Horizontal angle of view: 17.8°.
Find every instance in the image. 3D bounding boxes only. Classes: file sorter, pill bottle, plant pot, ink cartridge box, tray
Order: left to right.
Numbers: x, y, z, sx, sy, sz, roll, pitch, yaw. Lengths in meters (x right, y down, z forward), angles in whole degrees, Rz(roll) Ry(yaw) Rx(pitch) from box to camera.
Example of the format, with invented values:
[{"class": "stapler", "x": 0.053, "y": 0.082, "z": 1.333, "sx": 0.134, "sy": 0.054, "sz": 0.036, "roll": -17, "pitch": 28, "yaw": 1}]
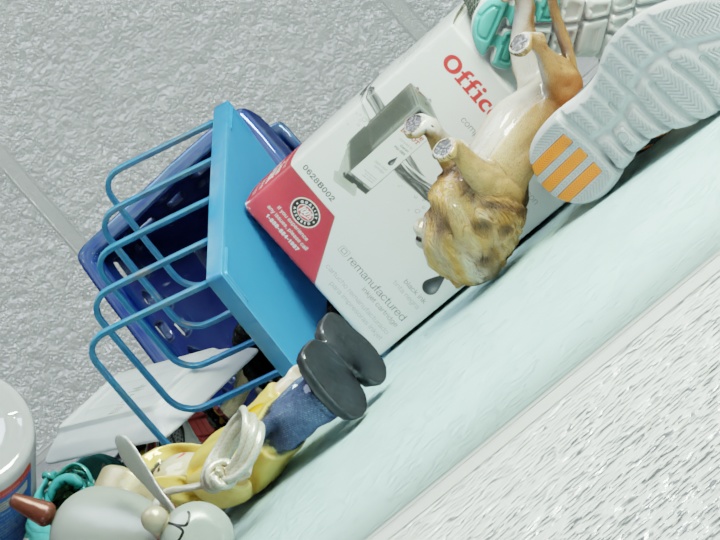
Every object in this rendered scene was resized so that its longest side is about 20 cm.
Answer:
[{"class": "pill bottle", "x": -0.299, "y": 0.173, "z": 1.732, "sx": 0.112, "sy": 0.112, "sz": 0.200, "roll": -44, "pitch": -22, "yaw": -32}, {"class": "tray", "x": -0.165, "y": 0.097, "z": 1.738, "sx": 0.107, "sy": 0.022, "sz": 0.200, "roll": -45, "pitch": 15, "yaw": -32}, {"class": "file sorter", "x": -0.108, "y": 0.010, "z": 1.624, "sx": 0.122, "sy": 0.139, "sz": 0.200, "roll": -26, "pitch": 35, "yaw": 17}, {"class": "plant pot", "x": -0.094, "y": -0.007, "z": 1.982, "sx": 0.200, "sy": 0.200, "sz": 0.180, "roll": -40, "pitch": -2, "yaw": 12}, {"class": "ink cartridge box", "x": 0.044, "y": -0.064, "z": 1.585, "sx": 0.200, "sy": 0.147, "sz": 0.083, "roll": -41, "pitch": 5, "yaw": 20}]

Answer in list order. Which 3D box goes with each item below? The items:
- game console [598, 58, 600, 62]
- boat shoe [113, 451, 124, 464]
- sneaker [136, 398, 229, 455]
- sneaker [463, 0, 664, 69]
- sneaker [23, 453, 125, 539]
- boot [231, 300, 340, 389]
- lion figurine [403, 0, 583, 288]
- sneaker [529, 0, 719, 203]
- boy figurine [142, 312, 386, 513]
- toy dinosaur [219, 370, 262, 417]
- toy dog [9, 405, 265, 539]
[{"class": "game console", "x": 0.174, "y": -0.178, "z": 1.761, "sx": 0.171, "sy": 0.118, "sz": 0.200, "roll": -38, "pitch": 5, "yaw": 33}, {"class": "boat shoe", "x": -0.220, "y": 0.196, "z": 1.851, "sx": 0.200, "sy": 0.068, "sz": 0.072, "roll": -44, "pitch": 5, "yaw": -27}, {"class": "sneaker", "x": -0.144, "y": 0.130, "z": 1.786, "sx": 0.082, "sy": 0.078, "sz": 0.200, "roll": -43, "pitch": 4, "yaw": -2}, {"class": "sneaker", "x": 0.158, "y": -0.181, "z": 1.557, "sx": 0.091, "sy": 0.199, "sz": 0.078, "roll": -119, "pitch": 40, "yaw": -52}, {"class": "sneaker", "x": -0.209, "y": 0.180, "z": 1.732, "sx": 0.077, "sy": 0.080, "sz": 0.200, "roll": 0, "pitch": 18, "yaw": 5}, {"class": "boot", "x": 0.001, "y": 0.002, "z": 1.727, "sx": 0.158, "sy": 0.079, "sz": 0.211, "roll": -36, "pitch": -11, "yaw": -43}, {"class": "lion figurine", "x": 0.098, "y": -0.089, "z": 1.479, "sx": 0.200, "sy": 0.122, "sz": 0.072, "roll": -51, "pitch": 43, "yaw": -5}, {"class": "sneaker", "x": 0.188, "y": -0.129, "z": 1.422, "sx": 0.200, "sy": 0.078, "sz": 0.112, "roll": -38, "pitch": 7, "yaw": 43}, {"class": "boy figurine", "x": -0.069, "y": 0.104, "z": 1.478, "sx": 0.200, "sy": 0.064, "sz": 0.124, "roll": -35, "pitch": 12, "yaw": 37}, {"class": "toy dinosaur", "x": -0.075, "y": 0.060, "z": 1.861, "sx": 0.088, "sy": 0.047, "sz": 0.201, "roll": 35, "pitch": 106, "yaw": 48}, {"class": "toy dog", "x": -0.150, "y": 0.151, "z": 1.389, "sx": 0.200, "sy": 0.096, "sz": 0.132, "roll": -42, "pitch": 28, "yaw": 47}]
